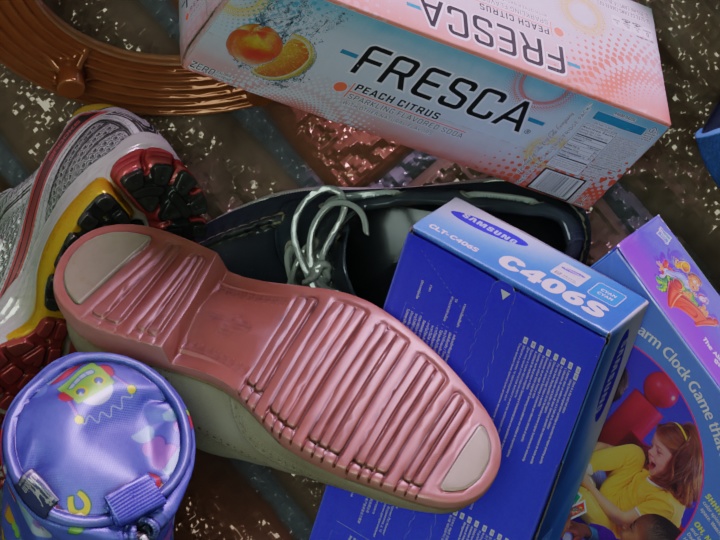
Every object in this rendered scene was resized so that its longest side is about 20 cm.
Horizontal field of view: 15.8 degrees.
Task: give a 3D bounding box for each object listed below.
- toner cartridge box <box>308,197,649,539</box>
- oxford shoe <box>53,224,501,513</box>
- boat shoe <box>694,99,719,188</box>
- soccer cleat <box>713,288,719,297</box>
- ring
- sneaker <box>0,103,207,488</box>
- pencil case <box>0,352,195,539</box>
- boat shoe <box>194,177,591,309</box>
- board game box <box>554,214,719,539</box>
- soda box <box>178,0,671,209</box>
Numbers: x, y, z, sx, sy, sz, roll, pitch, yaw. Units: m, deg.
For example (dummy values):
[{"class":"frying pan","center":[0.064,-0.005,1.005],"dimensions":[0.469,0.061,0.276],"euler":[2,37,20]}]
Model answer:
[{"class":"toner cartridge box","center":[0.041,0.081,1.071],"dimensions":[0.095,0.043,0.201],"euler":[28,120,18]},{"class":"oxford shoe","center":[-0.031,0.048,1.051],"dimensions":[0.199,0.074,0.071],"euler":[28,59,20]},{"class":"boat shoe","center":[0.231,-0.064,1.043],"dimensions":[0.199,0.084,0.069],"euler":[11,51,30]},{"class":"soccer cleat","center":[0.229,-0.012,1.083],"dimensions":[0.199,0.065,0.084],"euler":[-30,76,5]},{"class":"ring","center":[-0.074,-0.127,1.066],"dimensions":[0.199,0.201,0.019],"euler":[-12,52,8]},{"class":"sneaker","center":[-0.140,0.015,1.134],"dimensions":[0.200,0.078,0.082],"euler":[-51,41,17]},{"class":"pencil case","center":[-0.110,0.120,1.065],"dimensions":[0.078,0.201,0.087],"euler":[-18,57,-21]},{"class":"boat shoe","center":[0.000,0.000,1.113],"dimensions":[0.198,0.062,0.076],"euler":[-4,93,8]},{"class":"board game box","center":[0.128,0.098,1.079],"dimensions":[0.134,0.045,0.201],"euler":[-38,86,35]},{"class":"soda box","center":[0.027,-0.094,1.048],"dimensions":[0.199,0.069,0.064],"euler":[18,137,-27]}]
